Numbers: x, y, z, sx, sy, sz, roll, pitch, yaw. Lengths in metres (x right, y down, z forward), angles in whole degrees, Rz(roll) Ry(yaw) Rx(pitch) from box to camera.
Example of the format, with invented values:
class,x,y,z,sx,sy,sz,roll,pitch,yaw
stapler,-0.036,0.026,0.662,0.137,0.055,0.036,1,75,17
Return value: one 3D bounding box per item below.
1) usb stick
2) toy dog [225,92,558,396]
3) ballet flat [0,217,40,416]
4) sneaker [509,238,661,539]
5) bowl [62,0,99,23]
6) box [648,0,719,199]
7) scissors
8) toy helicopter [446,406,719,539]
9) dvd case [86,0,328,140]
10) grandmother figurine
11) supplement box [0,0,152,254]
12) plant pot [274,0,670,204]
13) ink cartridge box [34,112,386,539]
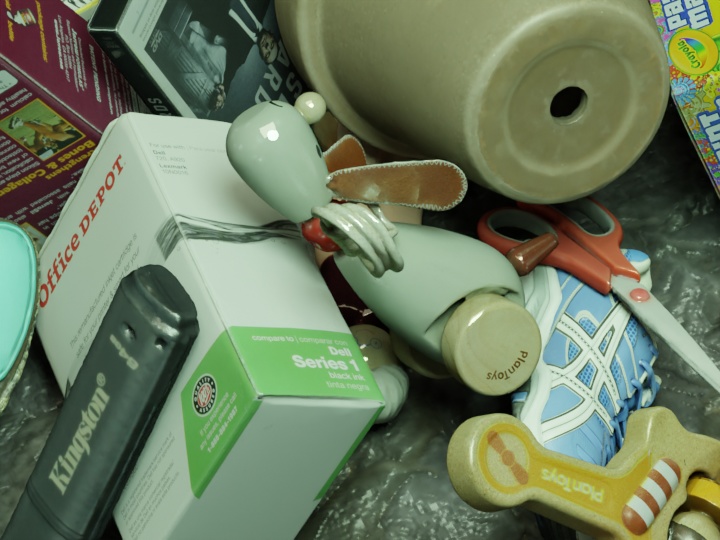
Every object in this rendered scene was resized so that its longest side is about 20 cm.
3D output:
class,x,y,z,sx,sy,sz,roll,pitch,yaw
usb stick,-0.133,0.086,1.442,0.033,0.200,0.055,0,40,-40
toy dog,0.030,-0.023,1.442,0.096,0.200,0.132,-49,45,-11
ballet flat,-0.218,0.072,1.517,0.068,0.075,0.200,15,68,-12
sneaker,0.118,0.061,1.493,0.077,0.076,0.200,-5,54,7
bowl,-0.129,-0.156,1.648,0.200,0.094,0.201,-27,26,14
box,0.259,-0.152,1.555,0.192,0.122,0.200,-20,42,13
scissors,0.143,0.006,1.496,0.073,0.014,0.200,-23,42,-37
toy helicopter,0.124,0.126,1.401,0.200,0.079,0.133,22,70,-29
dvd case,-0.068,-0.132,1.569,0.025,0.200,0.151,7,62,31
grandmother figurine,0.000,0.000,1.564,0.121,0.061,0.200,-9,50,11
supplement box,-0.185,-0.080,1.537,0.110,0.200,0.086,-27,52,21
plant pot,0.075,-0.125,1.484,0.200,0.201,0.175,-22,35,-10
ink cartridge box,-0.086,0.038,1.481,0.084,0.146,0.200,4,45,-35
